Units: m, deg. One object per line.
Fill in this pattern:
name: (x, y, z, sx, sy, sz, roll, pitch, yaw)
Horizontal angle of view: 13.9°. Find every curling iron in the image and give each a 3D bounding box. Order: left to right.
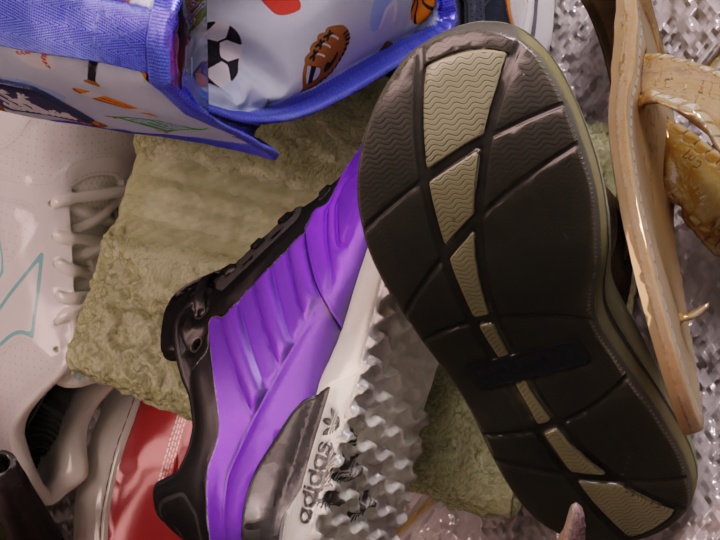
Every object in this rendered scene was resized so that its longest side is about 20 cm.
curling iron: (-0.124, 0.127, 1.154, 0.200, 0.026, 0.050, 90, -158, -55)

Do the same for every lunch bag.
lunch bag: (-0.081, -0.109, 0.992, 0.170, 0.200, 0.124, 12, 115, 25)

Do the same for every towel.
towel: (0.000, 0.000, 1.057, 0.200, 0.036, 0.148, 15, 84, 18)

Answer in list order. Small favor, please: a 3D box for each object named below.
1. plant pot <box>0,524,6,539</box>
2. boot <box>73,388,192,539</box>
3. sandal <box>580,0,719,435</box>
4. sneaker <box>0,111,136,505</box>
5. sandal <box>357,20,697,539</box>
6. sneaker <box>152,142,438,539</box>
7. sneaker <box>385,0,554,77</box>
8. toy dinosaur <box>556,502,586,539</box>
plant pot: (-0.217, 0.148, 1.253, 0.187, 0.187, 0.200, -39, 66, 37)
boot: (-0.033, 0.068, 1.120, 0.144, 0.072, 0.200, 4, 81, 47)
sandal: (0.118, -0.046, 0.970, 0.070, 0.078, 0.212, -15, 47, 10)
sneaker: (-0.108, -0.002, 1.122, 0.080, 0.070, 0.200, 43, 128, 45)
sandal: (0.056, 0.003, 0.961, 0.080, 0.201, 0.057, -7, 37, 21)
sneaker: (-0.019, 0.009, 1.006, 0.099, 0.070, 0.200, 14, 80, 31)
sneaker: (0.032, -0.127, 1.088, 0.078, 0.079, 0.200, 24, 100, 49)
toy dinosaur: (0.040, 0.178, 0.986, 0.136, 0.086, 0.200, 43, 96, 26)
